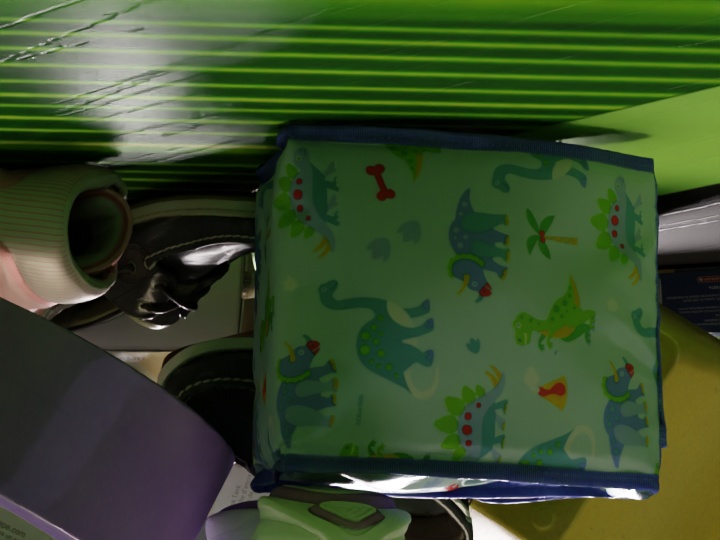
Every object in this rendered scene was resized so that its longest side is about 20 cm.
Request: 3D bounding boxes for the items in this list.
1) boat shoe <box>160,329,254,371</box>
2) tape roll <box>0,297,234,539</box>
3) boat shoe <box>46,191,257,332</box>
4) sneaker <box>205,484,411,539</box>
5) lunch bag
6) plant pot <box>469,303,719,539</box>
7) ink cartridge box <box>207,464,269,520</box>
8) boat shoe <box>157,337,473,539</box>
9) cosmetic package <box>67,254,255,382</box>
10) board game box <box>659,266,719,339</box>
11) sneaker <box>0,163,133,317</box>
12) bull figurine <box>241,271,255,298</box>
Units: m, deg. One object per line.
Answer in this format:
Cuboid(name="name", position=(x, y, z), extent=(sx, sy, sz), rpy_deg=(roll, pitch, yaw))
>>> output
Cuboid(name="boat shoe", position=(-0.012, 0.041, 1.502), extent=(0.199, 0.072, 0.072), rpy_deg=(-18, 136, 8))
Cuboid(name="tape roll", position=(-0.167, 0.084, 1.403), extent=(0.199, 0.085, 0.200), rpy_deg=(25, 166, 7))
Cuboid(name="boat shoe", position=(-0.108, -0.002, 1.526), extent=(0.071, 0.067, 0.200), rpy_deg=(3, 171, -44))
Cuboid(name="sneaker", position=(-0.026, 0.155, 1.365), extent=(0.074, 0.100, 0.200), rpy_deg=(7, 168, -14))
Cuboid(name="lunch bag", position=(0.049, 0.024, 1.386), extent=(0.198, 0.171, 0.127), rpy_deg=(1, 171, -8))
Cuboid(name="plant pot", position=(0.113, 0.089, 1.621), extent=(0.199, 0.201, 0.176), rpy_deg=(32, 175, 26))
Cuboid(name="ink cartridge box", position=(-0.055, 0.155, 1.710), extent=(0.172, 0.044, 0.200), rpy_deg=(14, 166, 18))
Cuboid(name="boat shoe", position=(-0.018, 0.095, 1.457), extent=(0.074, 0.061, 0.199), rpy_deg=(-36, 134, 28))
Cuboid(name="cosmetic package", position=(-0.107, 0.051, 1.686), extent=(0.104, 0.072, 0.200), rpy_deg=(0, 157, 6))
Cuboid(name="board game box", position=(0.251, 0.040, 1.932), extent=(0.198, 0.062, 0.200), rpy_deg=(-3, 171, 4))
Cuboid(name="sneaker", position=(-0.159, -0.006, 1.445), extent=(0.104, 0.076, 0.200), rpy_deg=(1, 168, 8))
Cuboid(name="bull figurine", position=(0.000, 0.000, 1.585), extent=(0.120, 0.066, 0.200), rpy_deg=(4, 166, 4))
